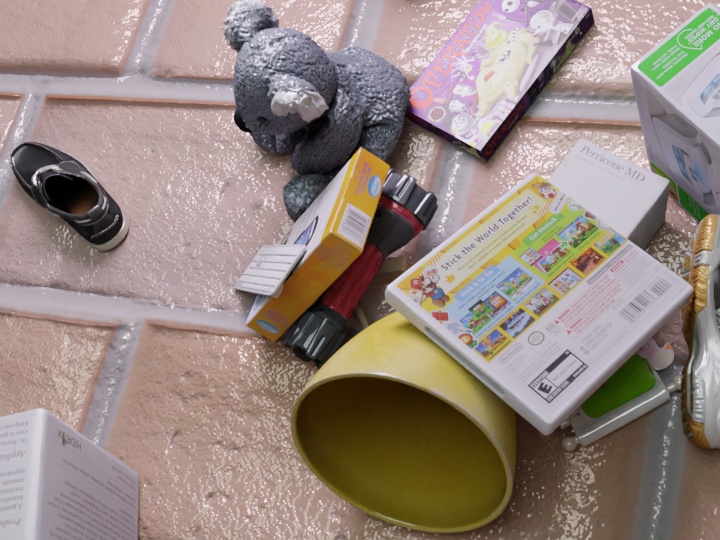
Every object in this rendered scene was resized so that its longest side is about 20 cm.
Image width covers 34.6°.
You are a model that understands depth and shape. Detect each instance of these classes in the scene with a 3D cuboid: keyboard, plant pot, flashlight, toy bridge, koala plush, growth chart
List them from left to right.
[{"bbox_3d":[-0.092,-0.002,1.145,0.011,0.200,0.057,31,83,-14],"label":"keyboard"},{"bbox_3d":[-0.060,-0.181,1.179,0.183,0.200,0.178,-35,57,12],"label":"koala plush"},{"bbox_3d":[0.000,0.000,1.126,0.068,0.068,0.201,23,76,38],"label":"flashlight"},{"bbox_3d":[0.018,0.001,1.174,0.067,0.027,0.202,-5,63,21],"label":"toy bridge"},{"bbox_3d":[0.056,0.112,1.027,0.198,0.201,0.142,6,44,22],"label":"plant pot"},{"bbox_3d":[0.196,0.069,1.082,0.144,0.018,0.200,-37,59,-1],"label":"growth chart"}]

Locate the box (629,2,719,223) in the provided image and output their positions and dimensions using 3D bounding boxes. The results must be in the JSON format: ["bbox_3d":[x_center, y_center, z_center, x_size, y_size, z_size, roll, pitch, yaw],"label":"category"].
[{"bbox_3d":[0.338,-0.101,1.008,0.096,0.200,0.177,-38,59,-1],"label":"box"}]

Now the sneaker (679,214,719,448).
[{"bbox_3d":[0.326,0.053,1.003,0.087,0.076,0.202,1,85,5],"label":"sneaker"}]

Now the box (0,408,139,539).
[{"bbox_3d":[-0.334,0.255,1.077,0.197,0.200,0.173,-13,59,13],"label":"box"}]

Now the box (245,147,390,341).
[{"bbox_3d":[-0.048,-0.017,1.127,0.041,0.200,0.120,29,47,-12],"label":"box"}]

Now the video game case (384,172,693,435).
[{"bbox_3d":[0.152,0.020,0.979,0.200,0.023,0.182,-37,63,-28],"label":"video game case"}]

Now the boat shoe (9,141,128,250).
[{"bbox_3d":[-0.345,-0.101,1.337,0.200,0.068,0.072,37,83,32],"label":"boat shoe"}]

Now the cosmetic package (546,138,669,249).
[{"bbox_3d":[0.193,-0.017,1.073,0.101,0.074,0.200,29,69,24],"label":"cosmetic package"}]

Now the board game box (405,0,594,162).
[{"bbox_3d":[0.145,-0.222,1.241,0.120,0.032,0.201,31,78,34],"label":"board game box"}]
